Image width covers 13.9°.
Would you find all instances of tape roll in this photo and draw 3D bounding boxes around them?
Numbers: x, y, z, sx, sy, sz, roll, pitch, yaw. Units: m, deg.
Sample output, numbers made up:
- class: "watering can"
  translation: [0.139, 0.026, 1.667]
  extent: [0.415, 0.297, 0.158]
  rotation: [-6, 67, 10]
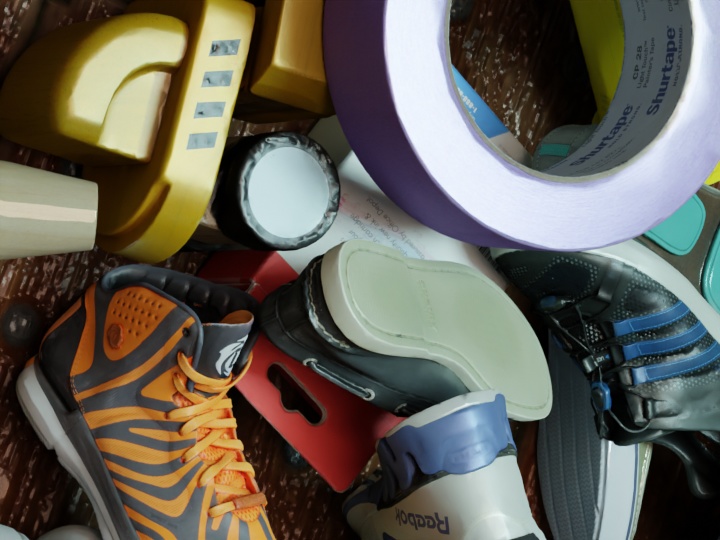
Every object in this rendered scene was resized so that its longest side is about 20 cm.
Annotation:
- class: "tape roll"
  translation: [0.084, -0.110, 1.389]
  extent: [0.199, 0.066, 0.201]
  rotation: [-1, 92, -26]

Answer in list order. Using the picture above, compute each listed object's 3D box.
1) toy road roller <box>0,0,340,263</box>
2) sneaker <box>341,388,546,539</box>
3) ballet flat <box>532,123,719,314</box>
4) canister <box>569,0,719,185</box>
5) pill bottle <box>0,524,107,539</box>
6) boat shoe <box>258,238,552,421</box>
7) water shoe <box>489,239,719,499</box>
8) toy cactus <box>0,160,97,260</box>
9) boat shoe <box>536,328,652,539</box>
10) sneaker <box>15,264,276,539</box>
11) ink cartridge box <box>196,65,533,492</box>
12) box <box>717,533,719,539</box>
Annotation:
- class: "toy road roller"
  translation: [-0.084, -0.103, 1.406]
  extent: [0.145, 0.123, 0.201]
  rotation: [17, 82, -28]
- class: "sneaker"
  translation: [0.048, 0.143, 1.428]
  extent: [0.080, 0.200, 0.116]
  rotation: [-17, 72, -9]
- class: "ballet flat"
  translation: [0.162, -0.016, 1.526]
  extent: [0.200, 0.064, 0.068]
  rotation: [38, 71, -37]
- class: "canister"
  translation: [0.167, -0.165, 1.535]
  extent: [0.148, 0.086, 0.201]
  rotation: [-40, 127, -33]
- class: "pill bottle"
  translation: [-0.112, 0.186, 1.396]
  extent: [0.199, 0.111, 0.112]
  rotation: [23, 78, -28]
- class: "boat shoe"
  translation: [0.021, 0.038, 1.420]
  extent: [0.199, 0.066, 0.075]
  rotation: [17, 55, -56]
- class: "water shoe"
  translation: [0.140, 0.046, 1.487]
  extent: [0.200, 0.071, 0.079]
  rotation: [34, 62, -27]
- class: "toy cactus"
  translation: [-0.203, -0.029, 1.343]
  extent: [0.164, 0.102, 0.201]
  rotation: [4, 102, -9]
- class: "boat shoe"
  translation: [0.136, 0.058, 1.562]
  extent: [0.062, 0.072, 0.201]
  rotation: [3, 85, -27]
- class: "sneaker"
  translation: [-0.074, 0.078, 1.363]
  extent: [0.200, 0.112, 0.077]
  rotation: [48, 26, 20]
- class: "ink cartridge box"
  translation: [0.000, 0.000, 1.486]
  extent: [0.116, 0.067, 0.200]
  rotation: [47, 68, -22]
- class: "box"
  translation: [0.262, 0.110, 1.588]
  extent: [0.051, 0.158, 0.200]
  rotation: [39, 65, 17]
